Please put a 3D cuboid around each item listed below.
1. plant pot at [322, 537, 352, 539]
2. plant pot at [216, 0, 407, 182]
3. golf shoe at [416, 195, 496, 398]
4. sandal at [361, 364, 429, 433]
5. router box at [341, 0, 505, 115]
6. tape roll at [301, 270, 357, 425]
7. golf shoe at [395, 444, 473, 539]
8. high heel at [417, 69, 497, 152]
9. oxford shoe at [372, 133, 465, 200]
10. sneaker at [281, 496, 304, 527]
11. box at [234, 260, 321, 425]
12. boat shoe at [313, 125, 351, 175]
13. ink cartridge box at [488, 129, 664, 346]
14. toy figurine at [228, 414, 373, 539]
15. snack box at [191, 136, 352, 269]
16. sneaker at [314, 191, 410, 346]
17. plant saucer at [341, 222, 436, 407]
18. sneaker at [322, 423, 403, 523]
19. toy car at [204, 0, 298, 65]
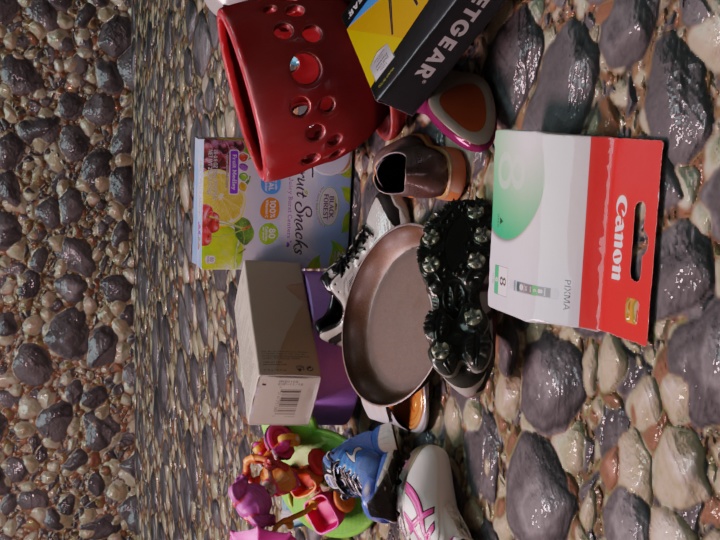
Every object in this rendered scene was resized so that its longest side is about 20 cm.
[{"bbox_3d":[-0.107,0.451,1.520,0.200,0.189,0.201,179,90,-71],"label":"plant pot"},{"bbox_3d":[-0.052,-0.218,1.303,0.200,0.182,0.201,162,90,-83],"label":"plant pot"},{"bbox_3d":[0.096,0.024,1.111,0.088,0.077,0.201,65,-153,-56],"label":"golf shoe"},{"bbox_3d":[0.023,0.137,1.341,0.207,0.059,0.079,-162,72,-70],"label":"sandal"},{"bbox_3d":[0.071,-0.272,1.117,0.200,0.051,0.149,-50,40,29],"label":"router box"},{"bbox_3d":[-0.052,0.101,1.514,0.200,0.065,0.201,-178,90,-77],"label":"tape roll"},{"bbox_3d":[0.088,0.276,1.177,0.092,0.072,0.201,-13,71,38],"label":"golf shoe"},{"bbox_3d":[0.091,-0.160,1.173,0.096,0.067,0.200,81,172,-45],"label":"high heel"},{"bbox_3d":[0.043,-0.114,1.259,0.200,0.073,0.072,-163,74,-70],"label":"oxford shoe"},{"bbox_3d":[-0.071,0.280,1.579,0.200,0.079,0.131,145,121,-66],"label":"sneaker"},{"bbox_3d":[-0.106,0.087,1.439,0.200,0.077,0.095,-102,20,-44],"label":"box"},{"bbox_3d":[-0.022,-0.220,1.445,0.065,0.073,0.201,-71,0,-75],"label":"boat shoe"},{"bbox_3d":[0.169,-0.032,0.954,0.200,0.050,0.162,-155,66,-71],"label":"ink cartridge box"},{"bbox_3d":[-0.095,0.271,1.379,0.150,0.184,0.200,-32,90,33],"label":"toy figurine"},{"bbox_3d":[-0.115,-0.088,1.513,0.068,0.199,0.169,-155,65,-68],"label":"snack box"},{"bbox_3d":[0.000,0.000,1.353,0.076,0.087,0.201,-133,53,-66],"label":"sneaker"},{"bbox_3d":[0.047,0.049,1.252,0.200,0.032,0.201,-28,56,51],"label":"plant saucer"},{"bbox_3d":[0.006,0.231,1.274,0.200,0.089,0.079,-101,-5,-82],"label":"sneaker"},{"bbox_3d":[-0.141,-0.380,1.567,0.177,0.199,0.185,-128,41,-68],"label":"toy car"}]
